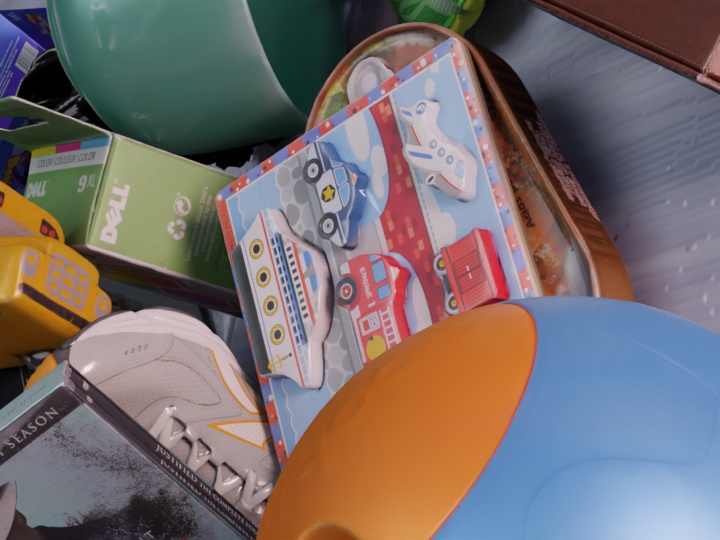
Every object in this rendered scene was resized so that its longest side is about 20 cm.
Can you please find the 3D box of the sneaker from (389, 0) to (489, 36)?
[{"bbox_3d":[0.012,-0.177,0.894,0.074,0.083,0.200,-56,36,26],"label":"sneaker"}]

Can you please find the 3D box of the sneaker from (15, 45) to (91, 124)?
[{"bbox_3d":[-0.169,-0.091,1.115,0.200,0.115,0.076,-37,46,49],"label":"sneaker"}]

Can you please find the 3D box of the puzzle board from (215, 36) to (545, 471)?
[{"bbox_3d":[0.010,0.024,0.750,0.150,0.017,0.201,-30,64,33],"label":"puzzle board"}]

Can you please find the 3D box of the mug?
[{"bbox_3d":[-0.081,-0.130,0.906,0.114,0.185,0.153,-10,70,17],"label":"mug"}]

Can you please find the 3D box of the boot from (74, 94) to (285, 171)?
[{"bbox_3d":[-0.123,-0.154,1.003,0.073,0.197,0.163,-22,51,56],"label":"boot"}]

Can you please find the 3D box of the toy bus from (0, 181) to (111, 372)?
[{"bbox_3d":[-0.206,0.009,0.846,0.199,0.065,0.079,-10,58,34],"label":"toy bus"}]

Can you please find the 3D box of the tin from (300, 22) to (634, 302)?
[{"bbox_3d":[0.042,-0.013,0.762,0.112,0.042,0.201,-39,60,24],"label":"tin"}]

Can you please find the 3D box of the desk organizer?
[{"bbox_3d":[0.118,-0.124,0.711,0.077,0.071,0.200,-65,32,10],"label":"desk organizer"}]

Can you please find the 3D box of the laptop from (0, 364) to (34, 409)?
[{"bbox_3d":[-0.236,0.095,0.870,0.200,0.103,0.178,-55,40,36],"label":"laptop"}]

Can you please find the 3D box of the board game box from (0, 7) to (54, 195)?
[{"bbox_3d":[-0.220,-0.077,1.177,0.045,0.134,0.201,38,114,17],"label":"board game box"}]

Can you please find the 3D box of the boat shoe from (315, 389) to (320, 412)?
[{"bbox_3d":[0.000,0.000,0.845,0.075,0.068,0.201,-41,44,42],"label":"boat shoe"}]

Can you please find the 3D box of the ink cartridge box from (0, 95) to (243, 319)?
[{"bbox_3d":[-0.110,-0.025,0.906,0.104,0.199,0.060,0,74,58],"label":"ink cartridge box"}]

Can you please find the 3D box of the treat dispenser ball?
[{"bbox_3d":[0.064,0.109,0.562,0.201,0.200,0.202,-32,50,48],"label":"treat dispenser ball"}]

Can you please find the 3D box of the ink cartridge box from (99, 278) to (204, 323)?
[{"bbox_3d":[-0.170,0.084,1.008,0.146,0.144,0.200,-58,34,25],"label":"ink cartridge box"}]

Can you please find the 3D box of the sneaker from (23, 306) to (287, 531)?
[{"bbox_3d":[-0.060,0.085,0.795,0.076,0.200,0.092,-45,48,15],"label":"sneaker"}]

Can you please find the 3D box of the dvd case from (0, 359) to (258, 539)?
[{"bbox_3d":[-0.109,0.143,0.777,0.146,0.200,0.022,-35,26,18],"label":"dvd case"}]
